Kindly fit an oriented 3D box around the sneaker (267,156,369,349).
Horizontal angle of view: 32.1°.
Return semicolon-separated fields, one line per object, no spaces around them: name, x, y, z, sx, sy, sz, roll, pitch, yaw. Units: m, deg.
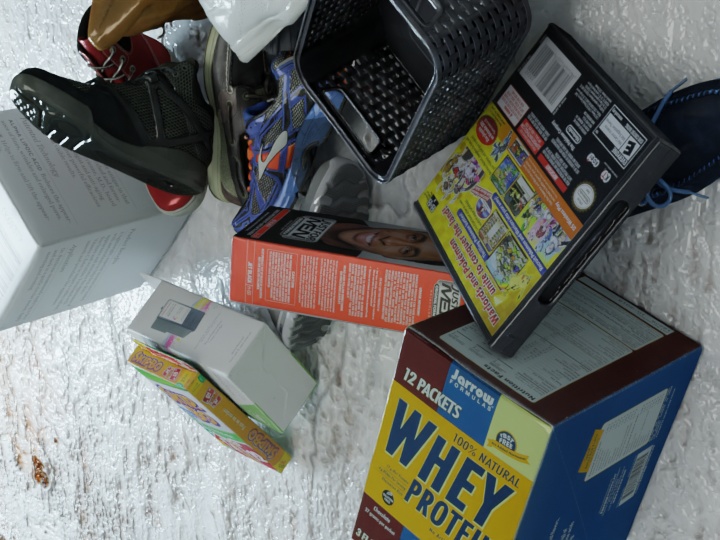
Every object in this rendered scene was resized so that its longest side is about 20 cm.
sneaker;-0.055;-0.024;1.170;0.082;0.074;0.201;43;126;33

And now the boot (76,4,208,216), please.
boot;-0.218;-0.156;1.209;0.072;0.144;0.201;-23;67;15

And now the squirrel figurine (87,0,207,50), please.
squirrel figurine;-0.158;-0.289;1.139;0.199;0.186;0.142;-36;74;16

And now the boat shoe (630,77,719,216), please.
boat shoe;0.198;-0.068;0.906;0.200;0.068;0.085;-39;75;44

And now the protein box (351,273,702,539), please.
protein box;0.125;0.131;0.947;0.135;0.199;0.200;34;124;33

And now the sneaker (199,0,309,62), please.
sneaker;-0.074;-0.246;1.018;0.088;0.075;0.200;44;141;-12

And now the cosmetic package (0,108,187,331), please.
cosmetic package;-0.319;-0.066;1.331;0.166;0.199;0.165;56;134;15

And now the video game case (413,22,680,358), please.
video game case;0.124;-0.064;0.902;0.181;0.025;0.200;-53;30;19

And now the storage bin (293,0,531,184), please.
storage bin;0.034;-0.176;0.964;0.136;0.093;0.200;54;157;11

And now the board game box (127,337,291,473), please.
board game box;-0.155;0.137;1.266;0.095;0.030;0.200;18;154;41

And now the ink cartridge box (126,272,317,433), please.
ink cartridge box;-0.154;0.080;1.267;0.199;0.068;0.117;20;157;40

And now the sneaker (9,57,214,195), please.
sneaker;-0.216;-0.154;1.131;0.076;0.198;0.115;-11;61;55

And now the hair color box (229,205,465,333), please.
hair color box;0.000;0.000;1.047;0.198;0.102;0.062;10;111;12

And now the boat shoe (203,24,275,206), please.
boat shoe;-0.105;-0.151;1.189;0.066;0.072;0.202;25;124;31

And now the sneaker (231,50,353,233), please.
sneaker;-0.076;-0.118;1.144;0.078;0.075;0.201;25;117;-7

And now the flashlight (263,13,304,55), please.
flashlight;-0.051;-0.290;1.096;0.068;0.067;0.202;39;134;54
